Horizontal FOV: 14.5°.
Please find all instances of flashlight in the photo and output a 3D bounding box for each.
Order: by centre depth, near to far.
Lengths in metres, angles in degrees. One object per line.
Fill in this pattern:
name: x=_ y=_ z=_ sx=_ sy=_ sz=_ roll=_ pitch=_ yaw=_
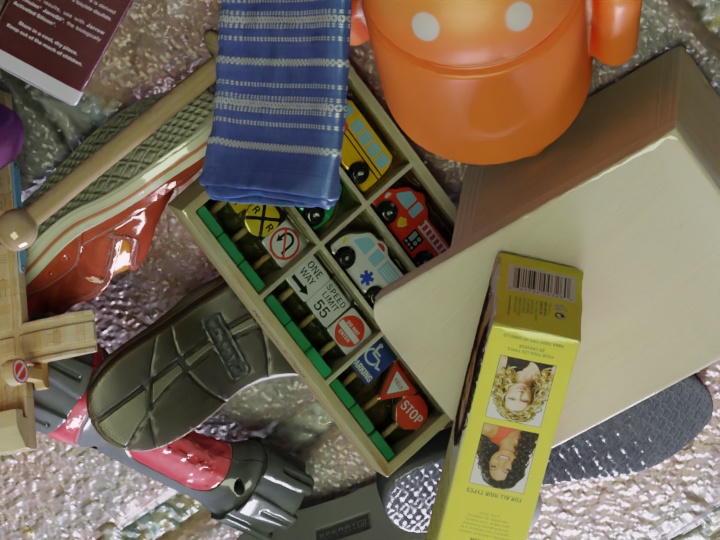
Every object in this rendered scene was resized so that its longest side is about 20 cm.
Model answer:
flashlight: x=-0.116 y=0.092 z=1.628 sx=0.199 sy=0.068 sz=0.068 roll=29 pitch=100 yaw=-29

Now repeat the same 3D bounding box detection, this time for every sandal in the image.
sandal: x=-0.067 y=0.036 z=1.593 sx=0.199 sy=0.055 sz=0.082 roll=-31 pitch=110 yaw=-12
sandal: x=0.103 y=0.089 z=1.621 sx=0.199 sy=0.043 sz=0.076 roll=-16 pitch=132 yaw=-3

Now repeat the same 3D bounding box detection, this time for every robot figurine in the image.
robot figurine: x=0.058 y=-0.130 z=1.445 sx=0.144 sy=0.117 sz=0.200 roll=36 pitch=163 yaw=22

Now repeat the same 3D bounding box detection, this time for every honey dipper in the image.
honey dipper: x=-0.113 y=-0.077 z=1.509 sx=0.200 sy=0.038 sz=0.038 roll=-41 pitch=112 yaw=-11

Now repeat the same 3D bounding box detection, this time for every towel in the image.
towel: x=-0.042 y=-0.133 z=1.432 sx=0.024 sy=0.145 sz=0.202 roll=1 pitch=94 yaw=-26

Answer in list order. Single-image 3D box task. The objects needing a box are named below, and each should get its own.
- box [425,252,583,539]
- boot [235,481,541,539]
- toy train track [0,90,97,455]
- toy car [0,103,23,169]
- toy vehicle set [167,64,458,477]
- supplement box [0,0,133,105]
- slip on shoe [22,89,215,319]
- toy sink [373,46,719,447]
box: x=0.072 y=0.096 z=1.498 sx=0.050 sy=0.075 sz=0.201 roll=11 pitch=120 yaw=-1
boot: x=0.025 y=0.178 z=1.695 sx=0.199 sy=0.074 sz=0.096 roll=-15 pitch=132 yaw=17
toy train track: x=-0.203 y=-0.001 z=1.557 sx=0.114 sy=0.032 sz=0.201 roll=-13 pitch=76 yaw=30
toy car: x=-0.253 y=-0.060 z=1.495 sx=0.149 sy=0.175 sz=0.201 roll=3 pitch=112 yaw=-18
toy vehicle set: x=0.000 y=0.000 z=1.569 sx=0.124 sy=0.026 sz=0.200 roll=-42 pitch=112 yaw=-11
supplement box: x=-0.120 y=-0.197 z=1.460 sx=0.061 sy=0.109 sz=0.201 roll=27 pitch=121 yaw=-8
slip on shoe: x=-0.138 y=-0.033 z=1.586 sx=0.061 sy=0.074 sz=0.200 roll=33 pitch=123 yaw=-28
toy sink: x=0.124 y=-0.006 z=1.538 sx=0.199 sy=0.112 sz=0.131 roll=-31 pitch=111 yaw=22
